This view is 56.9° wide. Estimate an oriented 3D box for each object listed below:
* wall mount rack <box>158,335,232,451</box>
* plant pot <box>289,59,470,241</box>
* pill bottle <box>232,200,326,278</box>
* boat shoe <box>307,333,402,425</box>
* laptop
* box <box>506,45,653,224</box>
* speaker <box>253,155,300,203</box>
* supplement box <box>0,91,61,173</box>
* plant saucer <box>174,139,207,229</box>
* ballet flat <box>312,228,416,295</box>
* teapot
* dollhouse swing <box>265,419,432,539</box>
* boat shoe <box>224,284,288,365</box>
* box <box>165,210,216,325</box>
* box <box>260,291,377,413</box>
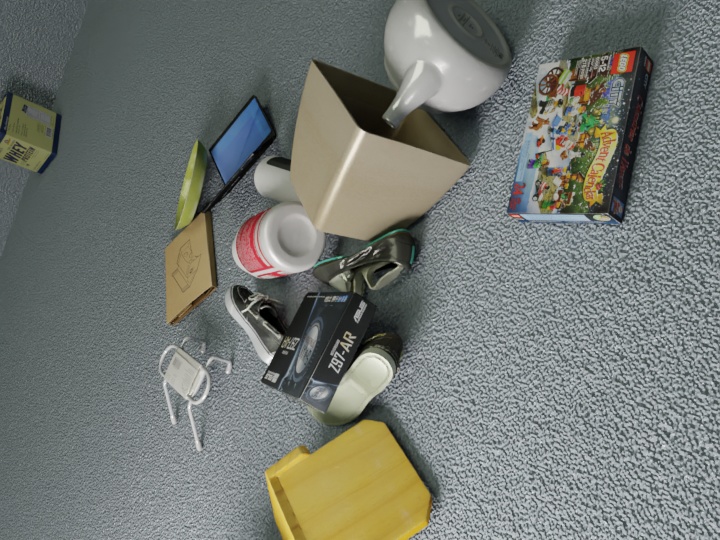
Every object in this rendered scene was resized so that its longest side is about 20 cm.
[{"bbox_3d":[-0.318,0.225,1.247,0.199,0.074,0.176,22,87,49],"label":"wall mount rack"},{"bbox_3d":[0.003,-0.157,0.974,0.178,0.198,0.201,-58,41,28],"label":"plant pot"},{"bbox_3d":[-0.146,-0.046,1.123,0.199,0.111,0.114,-10,66,60],"label":"pill bottle"},{"bbox_3d":[-0.006,0.157,0.943,0.201,0.072,0.061,-43,5,42],"label":"boat shoe"},{"bbox_3d":[-0.264,-0.238,1.346,0.177,0.103,0.201,-42,10,28],"label":"laptop"},{"bbox_3d":[0.261,-0.158,0.799,0.135,0.037,0.203,5,78,48],"label":"box"},{"bbox_3d":[-0.105,-0.146,1.159,0.199,0.081,0.082,25,93,50],"label":"speaker"},{"bbox_3d":[-1.226,-0.500,2.428,0.134,0.198,0.203,-33,52,34],"label":"supplement box"},{"bbox_3d":[-0.368,-0.184,1.457,0.200,0.031,0.203,-167,90,-70],"label":"plant saucer"},{"bbox_3d":[0.000,0.000,0.998,0.198,0.067,0.070,-23,67,40],"label":"ballet flat"},{"bbox_3d":[0.103,-0.294,0.928,0.146,0.198,0.200,-43,58,40],"label":"teapot"},{"bbox_3d":[-0.010,0.339,0.891,0.200,0.174,0.184,50,152,45],"label":"dollhouse swing"},{"bbox_3d":[-0.170,0.076,1.141,0.069,0.073,0.200,-57,42,19],"label":"boat shoe"},{"bbox_3d":[-0.368,-0.007,1.430,0.163,0.021,0.202,-37,49,31],"label":"box"},{"bbox_3d":[-0.066,0.111,0.967,0.162,0.043,0.199,-62,20,-13],"label":"box"}]
